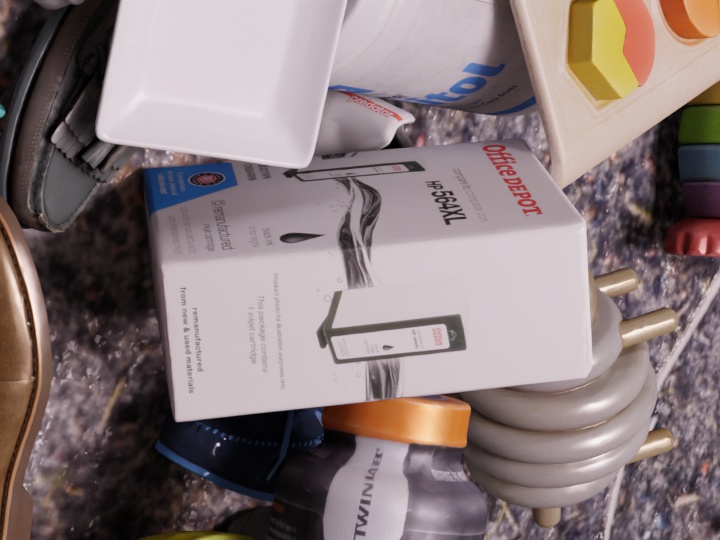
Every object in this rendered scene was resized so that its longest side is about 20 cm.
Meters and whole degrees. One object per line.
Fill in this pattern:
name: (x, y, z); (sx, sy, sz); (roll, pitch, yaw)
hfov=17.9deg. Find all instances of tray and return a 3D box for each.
tray: (-0.054, -0.150, 1.043); (0.107, 0.022, 0.200); (8, 105, -21)

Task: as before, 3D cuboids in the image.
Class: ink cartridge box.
ink cartridge box: (0.000, 0.000, 1.113); (0.200, 0.146, 0.084); (-6, 111, -7)

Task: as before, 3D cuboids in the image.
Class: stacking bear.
stacking bear: (0.258, -0.107, 1.467); (0.114, 0.121, 0.200); (-77, 170, -89)

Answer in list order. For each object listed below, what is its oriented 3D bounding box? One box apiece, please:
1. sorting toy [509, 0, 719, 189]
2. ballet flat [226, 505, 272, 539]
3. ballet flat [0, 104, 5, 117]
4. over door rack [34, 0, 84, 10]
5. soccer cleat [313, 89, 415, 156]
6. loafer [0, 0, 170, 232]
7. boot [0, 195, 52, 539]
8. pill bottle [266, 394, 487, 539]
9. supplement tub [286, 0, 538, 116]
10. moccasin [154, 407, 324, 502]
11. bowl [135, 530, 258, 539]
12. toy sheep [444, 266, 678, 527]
sorting toy: (0.138, -0.164, 1.168); (0.185, 0.036, 0.200); (-34, 119, -42)
ballet flat: (0.006, 0.167, 1.301); (0.200, 0.064, 0.068); (11, 70, -49)
ballet flat: (-0.225, -0.108, 0.960); (0.071, 0.069, 0.200); (-40, 133, -7)
over door rack: (-0.132, -0.233, 1.011); (0.148, 0.067, 0.200); (35, 77, -49)
soccer cleat: (0.019, -0.016, 1.243); (0.069, 0.085, 0.200); (-44, 132, -29)
loafer: (-0.107, -0.107, 1.078); (0.200, 0.063, 0.072); (-67, 155, -8)
boot: (-0.191, 0.061, 1.051); (0.075, 0.074, 0.200); (-7, 110, -37)
pill bottle: (0.002, 0.155, 1.113); (0.106, 0.106, 0.200); (8, 92, -49)
supplement tub: (0.026, -0.151, 1.169); (0.200, 0.132, 0.132); (4, 101, -48)
moccasin: (-0.038, 0.078, 1.227); (0.200, 0.080, 0.068); (5, 114, -62)
bowl: (-0.120, 0.219, 1.147); (0.200, 0.108, 0.201); (-17, 112, -48)
toy sheep: (0.115, 0.074, 1.351); (0.138, 0.138, 0.200); (-33, 131, -37)
